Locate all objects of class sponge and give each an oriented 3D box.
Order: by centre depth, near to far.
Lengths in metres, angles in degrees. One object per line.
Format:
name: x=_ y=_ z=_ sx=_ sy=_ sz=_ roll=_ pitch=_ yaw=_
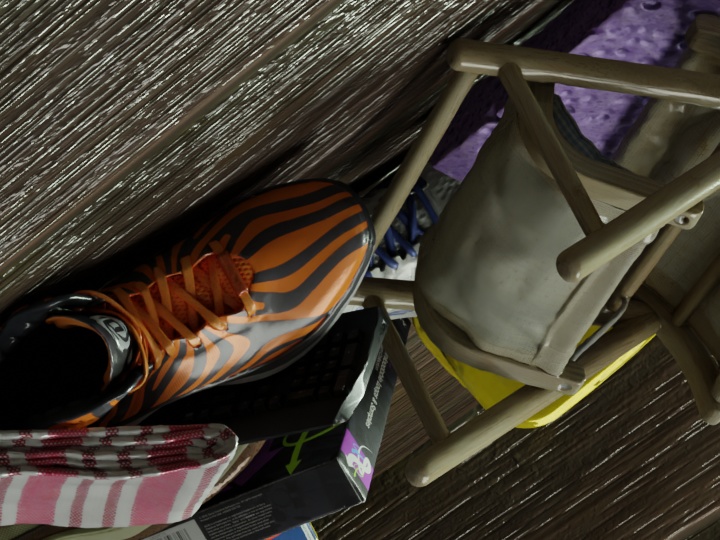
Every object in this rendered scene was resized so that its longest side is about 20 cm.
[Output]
sponge: x=0.135 y=-0.094 z=1.410 sx=0.111 sy=0.030 sz=0.200 roll=21 pitch=137 yaw=-33

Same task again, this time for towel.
towel: x=-0.160 y=0.100 z=1.295 sx=0.199 sy=0.030 sz=0.146 roll=-2 pitch=166 yaw=-10

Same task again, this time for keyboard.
keyboard: x=-0.078 y=0.044 z=1.372 sx=0.199 sy=0.021 sz=0.127 roll=-12 pitch=-146 yaw=25

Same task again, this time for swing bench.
swing bench: x=0.116 y=-0.013 z=1.377 sx=0.199 sy=0.130 sz=0.199 roll=-11 pitch=151 yaw=-31

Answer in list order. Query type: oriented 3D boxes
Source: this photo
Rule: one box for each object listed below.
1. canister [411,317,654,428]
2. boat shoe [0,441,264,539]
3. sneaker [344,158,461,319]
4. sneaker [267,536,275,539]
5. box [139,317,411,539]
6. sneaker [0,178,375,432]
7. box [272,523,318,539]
canister: x=0.105 y=0.010 z=1.606 sx=0.148 sy=0.087 sz=0.200 roll=-41 pitch=-172 yaw=1
boat shoe: x=-0.142 y=0.106 z=1.547 sx=0.202 sy=0.075 sz=0.075 roll=-30 pitch=-161 yaw=25
sneaker: x=0.000 y=0.000 z=1.495 sx=0.200 sy=0.075 sz=0.088 roll=-35 pitch=172 yaw=10
sneaker: x=-0.090 y=0.155 z=1.676 sx=0.199 sy=0.077 sz=0.073 roll=-22 pitch=125 yaw=-30
box: x=-0.052 y=0.089 z=1.620 sx=0.142 sy=0.036 sz=0.200 roll=-23 pitch=-160 yaw=19
sneaker: x=-0.084 y=0.025 z=1.274 sx=0.199 sy=0.078 sz=0.112 roll=-34 pitch=174 yaw=4
box: x=-0.129 y=0.193 z=1.811 sx=0.200 sy=0.065 sz=0.070 roll=-31 pitch=-175 yaw=-27
